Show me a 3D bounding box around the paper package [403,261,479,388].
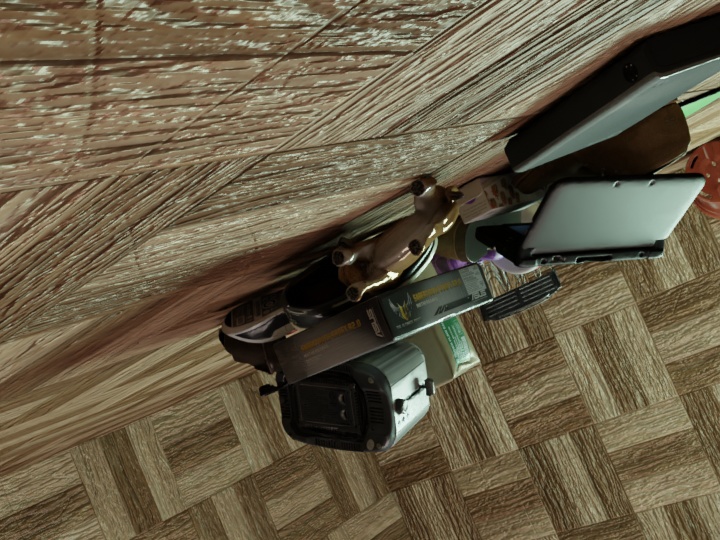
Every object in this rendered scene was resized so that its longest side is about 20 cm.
[{"bbox_3d":[0.032,0.078,1.309,0.190,0.202,0.103,-28,174,29],"label":"paper package"}]

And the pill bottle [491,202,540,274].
[{"bbox_3d":[0.282,-0.069,1.474,0.199,0.112,0.111,-20,174,-47],"label":"pill bottle"}]

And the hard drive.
[{"bbox_3d":[0.226,-0.148,0.815,0.139,0.033,0.200,-22,175,-27],"label":"hard drive"}]

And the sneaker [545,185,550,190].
[{"bbox_3d":[0.272,-0.114,1.179,0.073,0.080,0.200,5,171,-12],"label":"sneaker"}]

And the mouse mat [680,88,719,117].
[{"bbox_3d":[0.395,-0.196,1.299,0.198,0.008,0.161,-21,174,-23],"label":"mouse mat"}]

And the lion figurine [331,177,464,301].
[{"bbox_3d":[0.044,-0.033,0.944,0.199,0.073,0.122,-30,176,32],"label":"lion figurine"}]

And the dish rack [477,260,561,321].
[{"bbox_3d":[0.236,-0.008,1.572,0.152,0.055,0.201,-26,-144,10],"label":"dish rack"}]

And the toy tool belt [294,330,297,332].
[{"bbox_3d":[-0.030,0.085,1.525,0.198,0.124,0.125,-24,175,3],"label":"toy tool belt"}]

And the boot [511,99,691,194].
[{"bbox_3d":[0.262,-0.120,1.059,0.199,0.076,0.074,-25,177,22],"label":"boot"}]

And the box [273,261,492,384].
[{"bbox_3d":[0.028,0.055,1.047,0.158,0.049,0.199,-26,174,39],"label":"box"}]

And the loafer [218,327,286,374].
[{"bbox_3d":[-0.142,0.103,1.282,0.070,0.074,0.200,-15,-173,-19],"label":"loafer"}]

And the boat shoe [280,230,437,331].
[{"bbox_3d":[0.000,0.000,1.108,0.199,0.072,0.068,-30,150,-4],"label":"boat shoe"}]

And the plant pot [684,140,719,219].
[{"bbox_3d":[0.882,-0.231,2.361,0.200,0.203,0.195,-26,166,25],"label":"plant pot"}]

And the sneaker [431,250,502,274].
[{"bbox_3d":[0.146,-0.008,1.421,0.080,0.084,0.199,0,170,-33],"label":"sneaker"}]

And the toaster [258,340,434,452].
[{"bbox_3d":[-0.010,0.146,1.178,0.198,0.115,0.129,-1,-168,35],"label":"toaster"}]

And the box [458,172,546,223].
[{"bbox_3d":[0.166,-0.088,1.130,0.041,0.039,0.199,-25,175,30],"label":"box"}]

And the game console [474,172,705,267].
[{"bbox_3d":[0.256,-0.071,1.109,0.198,0.118,0.176,-3,-161,-20],"label":"game console"}]

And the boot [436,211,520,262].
[{"bbox_3d":[0.151,-0.056,1.275,0.075,0.075,0.199,2,-168,34],"label":"boot"}]

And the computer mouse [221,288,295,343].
[{"bbox_3d":[-0.073,0.045,1.188,0.198,0.044,0.110,-21,-155,2],"label":"computer mouse"}]
